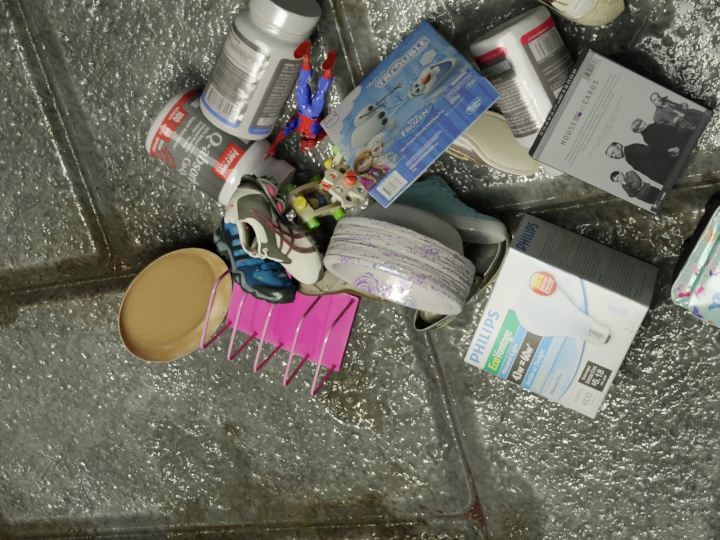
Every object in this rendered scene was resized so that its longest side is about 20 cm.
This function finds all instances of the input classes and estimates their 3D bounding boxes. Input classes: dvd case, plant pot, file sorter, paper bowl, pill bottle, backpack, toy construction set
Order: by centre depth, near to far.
[{"bbox_3d":[0.328,-0.173,1.456,0.200,0.025,0.151,21,105,-21],"label":"dvd case"},{"bbox_3d":[0.516,0.005,1.475,0.200,0.151,0.178,25,119,4],"label":"backpack"},{"bbox_3d":[0.232,-0.227,1.492,0.111,0.111,0.200,-23,104,28],"label":"pill bottle"},{"bbox_3d":[0.059,-0.022,1.568,0.200,0.201,0.105,17,77,13],"label":"paper bowl"},{"bbox_3d":[-0.136,-0.291,1.604,0.114,0.114,0.200,33,121,4],"label":"pill bottle"},{"bbox_3d":[-0.042,-0.119,1.624,0.092,0.131,0.200,63,151,-1],"label":"toy construction set"},{"bbox_3d":[-0.201,-0.166,1.687,0.200,0.116,0.116,34,121,3],"label":"pill bottle"},{"bbox_3d":[-0.126,0.084,1.767,0.200,0.125,0.139,22,119,11],"label":"file sorter"},{"bbox_3d":[-0.289,0.050,1.795,0.027,0.200,0.201,37,128,41],"label":"plant pot"}]

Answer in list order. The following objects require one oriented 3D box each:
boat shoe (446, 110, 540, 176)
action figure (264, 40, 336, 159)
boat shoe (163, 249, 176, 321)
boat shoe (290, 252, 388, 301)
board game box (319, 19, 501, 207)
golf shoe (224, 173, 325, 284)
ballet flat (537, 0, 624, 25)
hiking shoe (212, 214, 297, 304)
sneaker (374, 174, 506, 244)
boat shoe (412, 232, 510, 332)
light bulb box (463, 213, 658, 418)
[{"bbox_3d":[0.149,-0.182,1.575,0.200,0.072,0.060,26,162,-4],"label":"boat shoe"},{"bbox_3d":[-0.081,-0.211,1.597,0.065,0.099,0.200,25,152,9],"label":"action figure"},{"bbox_3d":[-0.322,0.045,1.865,0.086,0.075,0.202,25,127,20],"label":"boat shoe"},{"bbox_3d":[0.000,0.000,1.714,0.199,0.066,0.074,4,114,7],"label":"boat shoe"},{"bbox_3d":[0.058,-0.206,1.491,0.200,0.199,0.043,-44,126,9],"label":"board game box"},{"bbox_3d":[-0.123,-0.041,1.616,0.077,0.088,0.200,3,138,43],"label":"golf shoe"},{"bbox_3d":[0.234,-0.358,1.459,0.200,0.062,0.068,28,121,7],"label":"ballet flat"},{"bbox_3d":[-0.154,-0.029,1.711,0.200,0.074,0.087,46,127,36],"label":"hiking shoe"},{"bbox_3d":[0.113,-0.094,1.617,0.199,0.074,0.082,15,82,20],"label":"sneaker"},{"bbox_3d":[0.142,0.018,1.666,0.072,0.066,0.201,40,120,4],"label":"boat shoe"},{"bbox_3d":[0.275,0.061,1.602,0.200,0.125,0.199,23,120,9],"label":"light bulb box"}]
